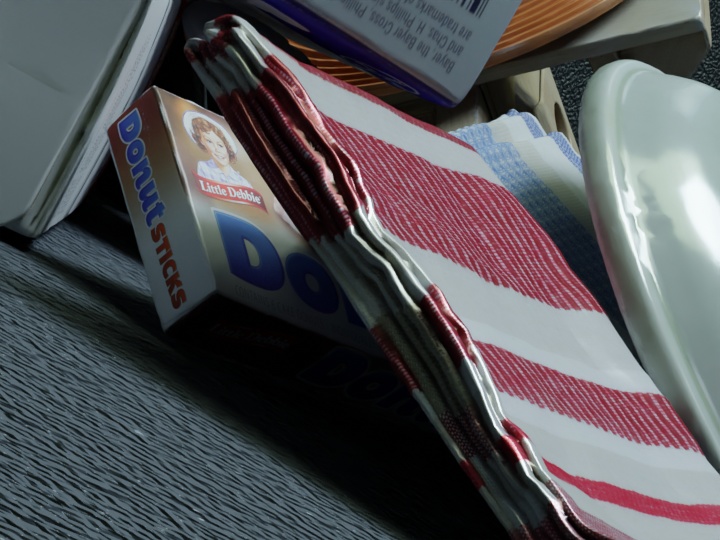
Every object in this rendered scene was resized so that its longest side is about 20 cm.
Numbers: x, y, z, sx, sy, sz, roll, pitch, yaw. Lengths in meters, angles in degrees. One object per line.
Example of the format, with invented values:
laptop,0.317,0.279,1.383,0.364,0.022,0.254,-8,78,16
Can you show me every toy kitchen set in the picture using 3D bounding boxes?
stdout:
toy kitchen set,0.075,-0.029,1.106,0.200,0.163,0.180,-83,155,-55

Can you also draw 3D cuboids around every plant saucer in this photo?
plant saucer,0.136,0.018,0.864,0.200,0.050,0.200,49,26,-33

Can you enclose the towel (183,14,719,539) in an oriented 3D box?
towel,0.045,0.022,0.717,0.144,0.023,0.200,23,27,-55

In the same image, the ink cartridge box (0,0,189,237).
ink cartridge box,-0.135,-0.084,0.863,0.147,0.083,0.200,29,4,-4

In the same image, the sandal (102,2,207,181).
sandal,-0.086,-0.059,1.094,0.048,0.075,0.200,-6,0,-9

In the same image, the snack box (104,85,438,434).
snack box,0.008,0.009,0.835,0.200,0.024,0.072,23,40,-47

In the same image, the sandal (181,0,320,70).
sandal,-0.001,0.003,0.933,0.207,0.059,0.079,49,16,-8

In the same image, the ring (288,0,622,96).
ring,0.030,-0.122,1.086,0.200,0.200,0.019,35,-32,57

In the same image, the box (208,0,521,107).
box,-0.061,-0.157,0.948,0.200,0.105,0.184,28,-1,44

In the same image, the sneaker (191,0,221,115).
sneaker,-0.119,-0.125,1.233,0.200,0.076,0.114,31,-32,-7

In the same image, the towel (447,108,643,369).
towel,0.063,0.018,0.846,0.147,0.024,0.200,49,21,7
